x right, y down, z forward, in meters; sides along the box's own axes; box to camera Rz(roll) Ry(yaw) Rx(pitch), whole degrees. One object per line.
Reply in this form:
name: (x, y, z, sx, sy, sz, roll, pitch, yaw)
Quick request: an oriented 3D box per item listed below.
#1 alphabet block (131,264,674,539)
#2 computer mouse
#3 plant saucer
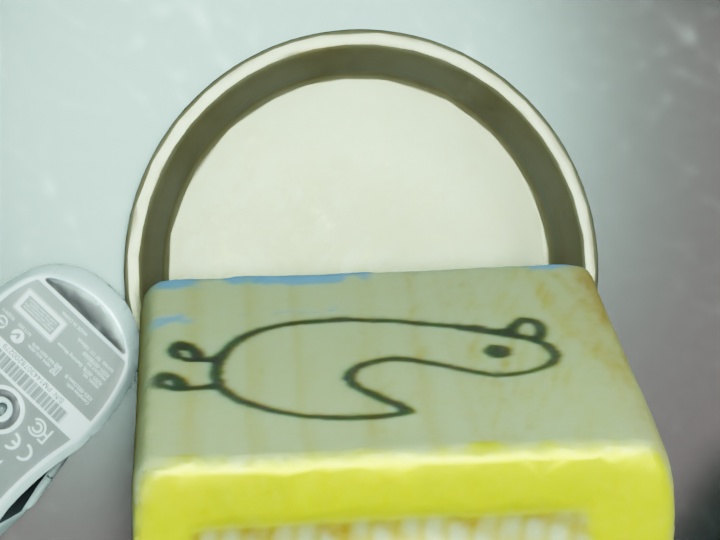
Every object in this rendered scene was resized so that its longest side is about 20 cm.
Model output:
alphabet block: (0.010, 0.122, 1.101, 0.194, 0.200, 0.198, -4, 109, -3)
computer mouse: (-0.166, 0.082, 1.191, 0.110, 0.044, 0.200, 44, 92, 1)
plant saucer: (0.000, 0.000, 1.212, 0.199, 0.029, 0.201, 0, 90, -6)
